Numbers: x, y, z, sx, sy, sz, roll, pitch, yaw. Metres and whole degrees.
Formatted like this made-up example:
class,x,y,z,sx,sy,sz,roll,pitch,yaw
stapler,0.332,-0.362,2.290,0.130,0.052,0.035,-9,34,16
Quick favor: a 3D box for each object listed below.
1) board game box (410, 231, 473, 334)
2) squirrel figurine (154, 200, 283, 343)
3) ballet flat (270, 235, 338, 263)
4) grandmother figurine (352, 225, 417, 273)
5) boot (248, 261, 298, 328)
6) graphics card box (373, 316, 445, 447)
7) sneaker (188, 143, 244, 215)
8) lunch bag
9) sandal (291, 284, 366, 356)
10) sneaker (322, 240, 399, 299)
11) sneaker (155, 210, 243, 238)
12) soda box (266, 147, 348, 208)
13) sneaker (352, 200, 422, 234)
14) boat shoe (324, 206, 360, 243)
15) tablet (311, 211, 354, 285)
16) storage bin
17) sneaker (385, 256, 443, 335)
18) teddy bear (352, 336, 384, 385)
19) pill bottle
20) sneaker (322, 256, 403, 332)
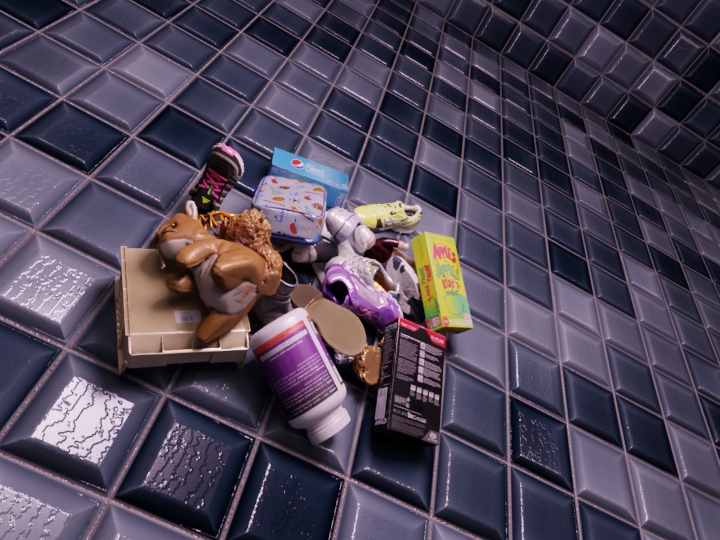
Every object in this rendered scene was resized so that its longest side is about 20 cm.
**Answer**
class,x,y,z,sx,sy,sz,roll,pitch,yaw
board game box,0.173,0.028,1.131,0.099,0.047,0.208,7,66,-40
squirrel figurine,-0.228,-0.024,0.856,0.185,0.145,0.197,39,40,24
ballet flat,-0.141,-0.052,1.094,0.194,0.075,0.073,22,40,14
grandmother figurine,0.054,-0.037,1.183,0.197,0.120,0.062,32,30,-36
boot,-0.138,0.065,0.956,0.197,0.133,0.070,37,40,4
graphics card box,0.094,0.204,0.970,0.122,0.050,0.207,24,59,-29
sneaker,-0.288,-0.164,1.036,0.072,0.199,0.090,32,55,-15
lunch bag,-0.146,-0.127,1.068,0.153,0.078,0.202,8,26,-6
sandal,-0.057,0.110,1.023,0.077,0.071,0.210,-35,51,-23
sneaker,0.000,0.000,1.129,0.198,0.081,0.077,40,47,1
sneaker,-0.297,-0.080,1.030,0.194,0.078,0.080,-8,57,-36
soda box,-0.127,-0.219,1.276,0.193,0.065,0.070,18,43,-19
sneaker,0.067,-0.144,1.324,0.193,0.077,0.077,-1,53,-32
boat shoe,-0.042,-0.107,1.133,0.067,0.074,0.200,42,-2,-5
tablet,-0.073,-0.054,1.198,0.127,0.014,0.204,-8,56,-37
storage bin,-0.297,0.068,0.882,0.193,0.095,0.204,3,51,-31
sneaker,0.139,0.044,1.184,0.201,0.079,0.129,51,36,2
teddy bear,0.064,0.192,1.030,0.195,0.066,0.150,-10,75,-39
pill bottle,-0.095,0.176,0.877,0.111,0.111,0.205,-25,86,-44
sneaker,-0.003,0.064,1.060,0.198,0.081,0.089,39,28,-1
